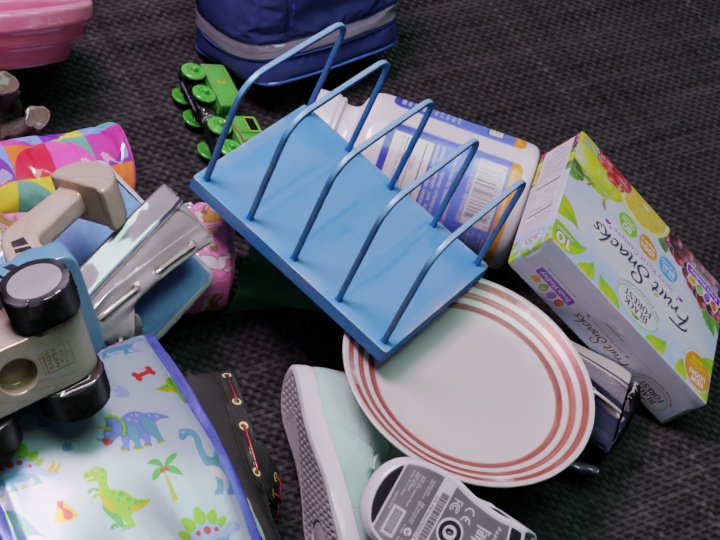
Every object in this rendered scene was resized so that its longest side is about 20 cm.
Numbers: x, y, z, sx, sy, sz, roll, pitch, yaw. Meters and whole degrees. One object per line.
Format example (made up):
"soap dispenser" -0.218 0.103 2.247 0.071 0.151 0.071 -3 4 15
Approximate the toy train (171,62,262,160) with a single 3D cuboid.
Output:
"toy train" -0.109 -0.107 1.500 0.056 0.042 0.201 -1 47 -33

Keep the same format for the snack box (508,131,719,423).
"snack box" 0.213 0.006 1.413 0.200 0.053 0.143 44 41 -20

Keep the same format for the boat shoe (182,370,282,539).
"boat shoe" -0.084 0.152 1.232 0.063 0.074 0.202 -10 51 -25

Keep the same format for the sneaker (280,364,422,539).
"sneaker" 0.016 0.152 1.265 0.117 0.074 0.202 3 48 -19

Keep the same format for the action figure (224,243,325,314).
"action figure" 0.000 0.000 1.400 0.198 0.119 0.055 13 32 -17

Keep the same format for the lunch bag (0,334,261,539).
"lunch bag" -0.176 0.158 1.160 0.169 0.128 0.200 -15 42 -27

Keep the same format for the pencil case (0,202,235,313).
"pencil case" -0.198 -0.006 1.343 0.198 0.084 0.087 -4 28 -20

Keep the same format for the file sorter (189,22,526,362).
"file sorter" 0.002 -0.066 1.285 0.200 0.123 0.139 41 47 13

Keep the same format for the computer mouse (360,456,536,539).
"computer mouse" 0.085 0.198 1.215 0.199 0.044 0.110 34 78 -7

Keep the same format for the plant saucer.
"plant saucer" -0.323 -0.198 1.456 0.198 0.051 0.201 -2 12 1

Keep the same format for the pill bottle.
"pill bottle" 0.043 -0.084 1.471 0.198 0.113 0.113 19 44 1

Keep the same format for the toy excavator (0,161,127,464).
"toy excavator" -0.224 0.010 1.150 0.193 0.101 0.200 -26 38 -16

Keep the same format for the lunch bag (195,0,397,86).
"lunch bag" -0.054 -0.253 1.593 0.199 0.133 0.136 -21 40 -32

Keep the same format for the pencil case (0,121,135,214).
"pencil case" -0.279 -0.068 1.377 0.198 0.089 0.089 -9 50 -27

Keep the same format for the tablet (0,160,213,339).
"tablet" -0.216 0.028 1.280 0.130 0.014 0.200 45 69 -5

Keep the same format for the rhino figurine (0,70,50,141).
"rhino figurine" -0.357 -0.117 1.402 0.198 0.087 0.060 -7 82 -24

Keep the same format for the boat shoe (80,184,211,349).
"boat shoe" -0.186 0.028 1.249 0.066 0.072 0.200 44 65 -8

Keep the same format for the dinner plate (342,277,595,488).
"dinner plate" 0.079 0.082 1.291 0.198 0.024 0.202 11 48 -12

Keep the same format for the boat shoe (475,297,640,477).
"boat shoe" 0.122 0.086 1.357 0.198 0.075 0.093 23 37 4
